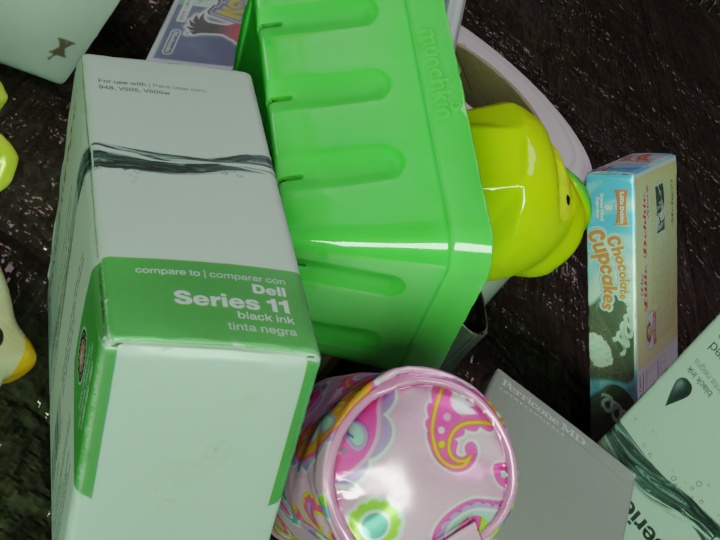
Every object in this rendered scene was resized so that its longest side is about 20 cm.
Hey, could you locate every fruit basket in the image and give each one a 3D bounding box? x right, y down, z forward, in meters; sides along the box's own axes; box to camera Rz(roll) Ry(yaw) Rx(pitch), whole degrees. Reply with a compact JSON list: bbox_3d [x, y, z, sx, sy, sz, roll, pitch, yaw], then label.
[{"bbox_3d":[0.040,-0.052,0.744,0.213,0.156,0.217,6,58,-10],"label":"fruit basket"}]

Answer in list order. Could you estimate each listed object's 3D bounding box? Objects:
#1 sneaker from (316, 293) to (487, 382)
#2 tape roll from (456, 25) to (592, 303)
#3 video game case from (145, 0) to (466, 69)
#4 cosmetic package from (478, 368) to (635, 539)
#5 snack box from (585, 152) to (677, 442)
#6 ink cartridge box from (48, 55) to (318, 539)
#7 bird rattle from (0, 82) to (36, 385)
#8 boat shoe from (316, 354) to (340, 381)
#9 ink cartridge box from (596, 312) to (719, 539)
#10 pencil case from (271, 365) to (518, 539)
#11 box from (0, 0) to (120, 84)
[{"bbox_3d":[0.000,0.000,0.865,0.074,0.106,0.201,7,41,-50],"label":"sneaker"},{"bbox_3d":[0.042,-0.076,1.013,0.202,0.139,0.203,32,27,-18],"label":"tape roll"},{"bbox_3d":[-0.028,-0.159,0.918,0.180,0.023,0.201,7,43,7],"label":"video game case"},{"bbox_3d":[0.070,0.145,0.751,0.106,0.090,0.200,37,28,-1],"label":"cosmetic package"},{"bbox_3d":[0.191,0.025,1.021,0.037,0.202,0.116,2,11,25],"label":"snack box"},{"bbox_3d":[-0.085,0.021,0.628,0.082,0.148,0.201,4,38,-17],"label":"ink cartridge box"},{"bbox_3d":[-0.210,-0.003,0.593,0.164,0.112,0.200,58,29,0],"label":"bird rattle"},{"bbox_3d":[-0.078,-0.023,0.839,0.063,0.073,0.202,11,44,-54],"label":"boat shoe"},{"bbox_3d":[0.216,0.131,0.848,0.083,0.200,0.147,0,45,-50],"label":"ink cartridge box"},{"bbox_3d":[0.001,0.088,0.644,0.087,0.088,0.200,36,-15,-8],"label":"pencil case"},{"bbox_3d":[-0.226,-0.257,0.858,0.198,0.200,0.172,17,35,-41],"label":"box"}]
